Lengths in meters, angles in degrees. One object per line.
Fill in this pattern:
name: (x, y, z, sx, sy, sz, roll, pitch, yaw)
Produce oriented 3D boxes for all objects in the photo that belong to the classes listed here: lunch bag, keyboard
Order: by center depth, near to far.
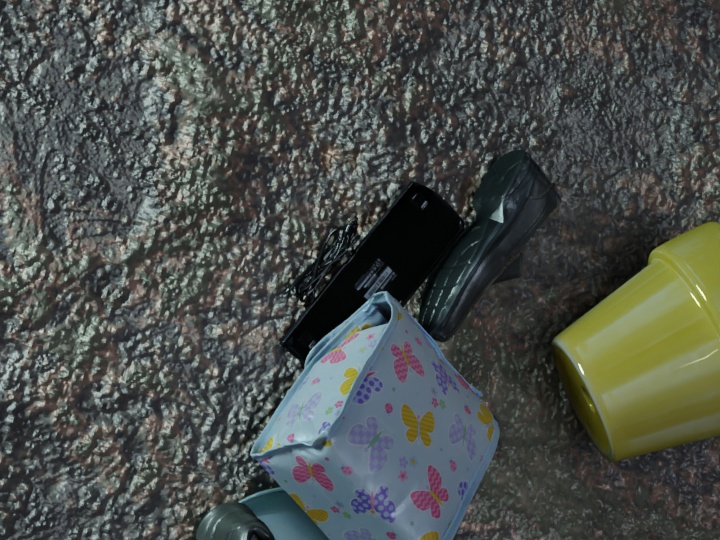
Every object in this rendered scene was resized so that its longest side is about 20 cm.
lunch bag: (0.023, 0.141, 1.439, 0.170, 0.127, 0.200, 49, 49, -21)
keyboard: (0.000, 0.000, 1.492, 0.104, 0.040, 0.200, 44, 81, -28)

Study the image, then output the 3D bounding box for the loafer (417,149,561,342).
loafer: (0.124, -0.013, 1.520, 0.072, 0.073, 0.200, 37, 78, -22)

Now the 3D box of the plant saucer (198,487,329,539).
plant saucer: (-0.071, 0.291, 1.457, 0.200, 0.036, 0.200, 0, 89, -22)

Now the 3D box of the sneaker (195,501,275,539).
sneaker: (-0.084, 0.299, 1.385, 0.076, 0.091, 0.200, -22, 99, -23)

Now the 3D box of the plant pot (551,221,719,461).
plant pot: (0.290, 0.082, 1.532, 0.189, 0.201, 0.201, -25, 99, -4)
